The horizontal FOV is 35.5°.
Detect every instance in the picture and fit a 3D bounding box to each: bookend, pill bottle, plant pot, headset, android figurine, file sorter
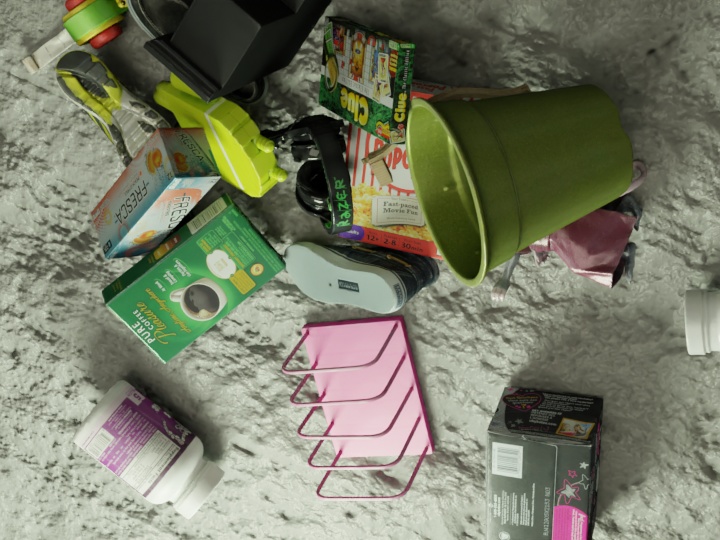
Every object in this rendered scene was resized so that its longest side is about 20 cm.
[{"bbox_3d":[-0.102,-0.300,1.190,0.092,0.200,0.199,41,122,3],"label":"bookend"},{"bbox_3d":[-0.293,0.255,1.579,0.200,0.112,0.112,39,120,-3],"label":"pill bottle"},{"bbox_3d":[0.169,-0.108,1.156,0.190,0.200,0.200,-19,111,-10],"label":"plant pot"},{"bbox_3d":[-0.059,-0.119,1.276,0.094,0.200,0.124,-12,125,-9],"label":"headset"},{"bbox_3d":[-0.161,-0.157,1.313,0.200,0.041,0.182,28,153,40],"label":"android figurine"},{"bbox_3d":[0.461,0.052,1.229,0.200,0.104,0.104,-3,114,20],"label":"pill bottle"},{"bbox_3d":[-0.006,0.180,1.436,0.139,0.125,0.200,-6,113,21],"label":"file sorter"}]

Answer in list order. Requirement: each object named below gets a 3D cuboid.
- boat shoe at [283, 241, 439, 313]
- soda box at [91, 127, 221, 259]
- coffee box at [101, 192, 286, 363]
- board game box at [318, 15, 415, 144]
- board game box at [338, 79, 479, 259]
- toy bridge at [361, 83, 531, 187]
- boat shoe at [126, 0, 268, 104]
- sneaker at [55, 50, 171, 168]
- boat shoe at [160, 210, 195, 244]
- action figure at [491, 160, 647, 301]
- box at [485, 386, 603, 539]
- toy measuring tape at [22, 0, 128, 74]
[{"bbox_3d":[0.000,0.000,1.386,0.200,0.091,0.071,18,123,41],"label":"boat shoe"},{"bbox_3d":[-0.243,-0.088,1.319,0.200,0.063,0.069,-39,66,45],"label":"soda box"},{"bbox_3d":[-0.206,0.010,1.392,0.200,0.044,0.123,-40,125,0],"label":"coffee box"},{"bbox_3d":[0.003,-0.209,1.216,0.023,0.200,0.105,-6,111,-23],"label":"board game box"},{"bbox_3d":[0.059,-0.122,1.314,0.151,0.046,0.200,12,118,12],"label":"board game box"},{"bbox_3d":[0.093,-0.158,1.228,0.200,0.027,0.067,-23,117,7],"label":"toy bridge"},{"bbox_3d":[-0.187,-0.270,1.303,0.200,0.071,0.072,37,97,-8],"label":"boat shoe"},{"bbox_3d":[-0.288,-0.190,1.381,0.074,0.085,0.200,-38,104,0],"label":"sneaker"},{"bbox_3d":[-0.227,-0.042,1.431,0.069,0.084,0.200,-22,108,23],"label":"boat shoe"},{"bbox_3d":[0.208,-0.048,1.250,0.200,0.134,0.149,10,117,10],"label":"action figure"},{"bbox_3d":[0.228,0.262,1.404,0.132,0.115,0.200,6,115,17],"label":"box"},{"bbox_3d":[-0.350,-0.286,1.360,0.200,0.074,0.074,-26,105,27],"label":"toy measuring tape"}]
